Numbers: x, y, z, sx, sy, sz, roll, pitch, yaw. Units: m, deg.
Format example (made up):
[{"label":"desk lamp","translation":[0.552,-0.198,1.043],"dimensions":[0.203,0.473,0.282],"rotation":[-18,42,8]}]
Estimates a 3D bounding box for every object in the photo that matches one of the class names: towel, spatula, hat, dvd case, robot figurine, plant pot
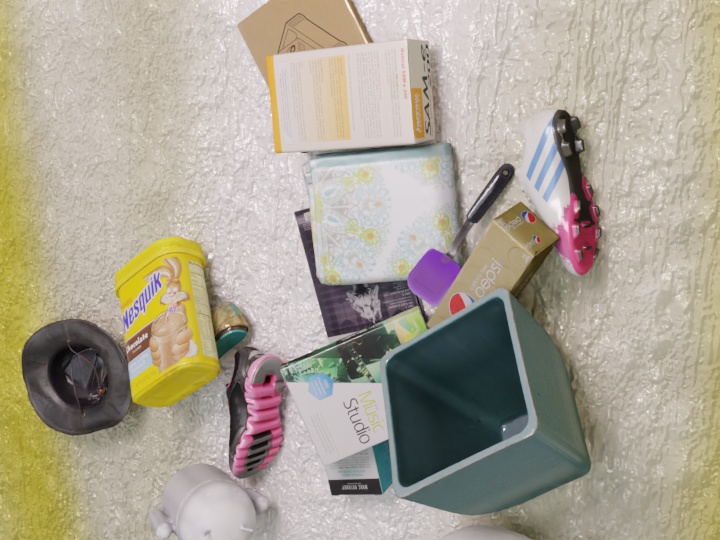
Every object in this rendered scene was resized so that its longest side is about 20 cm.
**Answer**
[{"label":"towel","translation":[0.028,-0.071,1.319],"dimensions":[0.199,0.048,0.172],"rotation":[-4,99,15]},{"label":"spatula","translation":[0.129,-0.049,1.273],"dimensions":[0.056,0.021,0.201],"rotation":[33,91,-9]},{"label":"hat","translation":[-0.425,0.156,1.593],"dimensions":[0.199,0.081,0.202],"rotation":[5,105,18]},{"label":"dvd case","translation":[0.000,0.000,1.381],"dimensions":[0.148,0.016,0.201],"rotation":[-13,93,27]},{"label":"robot figurine","translation":[-0.219,0.348,1.476],"dimensions":[0.200,0.169,0.114],"rotation":[12,113,65]},{"label":"plant pot","translation":[0.166,0.181,1.218],"dimensions":[0.195,0.200,0.197],"rotation":[-32,43,27]}]

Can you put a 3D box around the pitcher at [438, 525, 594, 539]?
[{"label":"pitcher","translation":[0.198,0.414,1.312],"dimensions":[0.199,0.121,0.173],"rotation":[0,108,15]}]

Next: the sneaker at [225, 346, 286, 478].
[{"label":"sneaker","translation":[-0.163,0.201,1.483],"dimensions":[0.095,0.079,0.201],"rotation":[27,112,43]}]

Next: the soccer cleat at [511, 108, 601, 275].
[{"label":"soccer cleat","translation":[0.231,-0.092,1.225],"dimensions":[0.086,0.070,0.201],"rotation":[-7,93,41]}]

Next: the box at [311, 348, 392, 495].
[{"label":"box","translation":[-0.016,0.206,1.401],"dimensions":[0.082,0.049,0.201],"rotation":[-7,101,26]}]

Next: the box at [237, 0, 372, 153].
[{"label":"box","translation":[-0.060,-0.280,1.354],"dimensions":[0.163,0.021,0.201],"rotation":[-28,87,28]}]

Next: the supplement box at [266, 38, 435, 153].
[{"label":"supplement box","translation":[-0.012,-0.218,1.288],"dimensions":[0.199,0.073,0.127],"rotation":[0,100,26]}]

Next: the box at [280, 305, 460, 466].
[{"label":"box","translation":[0.014,0.151,1.335],"dimensions":[0.199,0.036,0.145],"rotation":[-24,99,1]}]

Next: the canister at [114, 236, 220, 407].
[{"label":"canister","translation":[-0.274,0.075,1.447],"dimensions":[0.148,0.086,0.201],"rotation":[-33,57,31]}]

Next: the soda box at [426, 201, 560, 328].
[{"label":"soda box","translation":[0.158,0.015,1.241],"dimensions":[0.068,0.064,0.200],"rotation":[44,136,16]}]

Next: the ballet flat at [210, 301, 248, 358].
[{"label":"ballet flat","translation":[-0.239,0.116,1.504],"dimensions":[0.200,0.071,0.071],"rotation":[-42,80,27]}]
